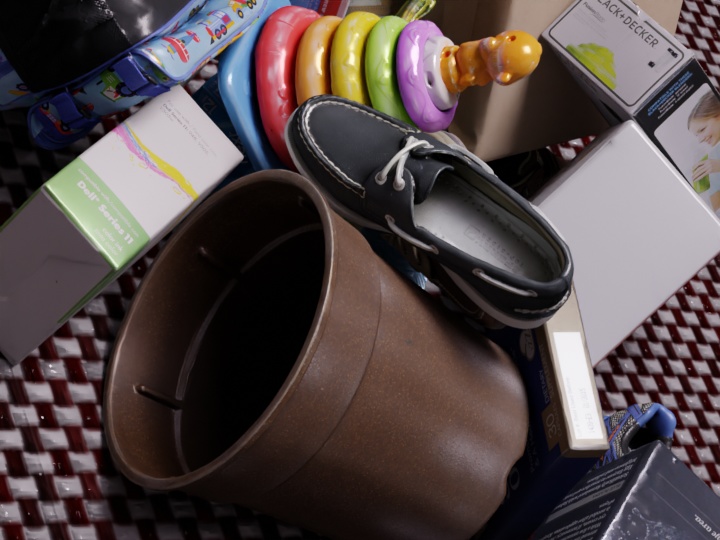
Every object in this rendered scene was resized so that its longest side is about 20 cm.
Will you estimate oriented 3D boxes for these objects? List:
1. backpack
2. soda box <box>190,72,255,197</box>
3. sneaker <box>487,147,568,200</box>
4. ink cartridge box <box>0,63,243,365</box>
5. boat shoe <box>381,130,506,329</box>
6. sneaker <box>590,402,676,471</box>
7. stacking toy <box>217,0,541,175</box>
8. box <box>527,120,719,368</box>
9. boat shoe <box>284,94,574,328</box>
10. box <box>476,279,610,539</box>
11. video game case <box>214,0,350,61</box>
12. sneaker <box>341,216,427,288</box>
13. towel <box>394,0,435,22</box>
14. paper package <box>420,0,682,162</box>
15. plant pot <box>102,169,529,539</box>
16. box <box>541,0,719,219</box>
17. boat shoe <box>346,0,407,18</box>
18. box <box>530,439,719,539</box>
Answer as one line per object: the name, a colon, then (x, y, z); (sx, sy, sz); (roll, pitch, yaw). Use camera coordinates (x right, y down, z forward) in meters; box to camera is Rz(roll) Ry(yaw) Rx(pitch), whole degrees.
backpack: (-0.183, -0.158, 1.327); (0.135, 0.199, 0.183); (58, 32, -13)
soda box: (-0.061, -0.126, 1.516); (0.068, 0.064, 0.200); (46, 37, -3)
sneaker: (0.123, -0.067, 1.640); (0.199, 0.076, 0.071); (-9, 64, -48)
ink cartridge box: (-0.149, -0.039, 1.305); (0.067, 0.117, 0.200); (48, 37, -4)
boat shoe: (0.046, -0.027, 1.369); (0.071, 0.076, 0.200); (7, 25, -23)
sneaker: (0.189, 0.171, 1.492); (0.075, 0.078, 0.201); (24, 43, -28)
stacking toy: (0.022, -0.121, 1.341); (0.110, 0.199, 0.116); (63, 32, -36)
box: (0.158, -0.013, 1.496); (0.106, 0.152, 0.200); (48, 3, -1)
boat shoe: (0.043, -0.046, 1.266); (0.199, 0.060, 0.076); (33, 70, 5)
box: (0.099, 0.101, 1.374); (0.032, 0.200, 0.122); (-1, 61, -17)
video game case: (-0.101, -0.206, 1.404); (0.199, 0.144, 0.017); (20, 37, -3)
sneaker: (0.000, 0.000, 1.458); (0.076, 0.081, 0.200); (42, 49, -11)
towel: (-0.008, -0.100, 1.472); (0.018, 0.086, 0.201); (31, 61, -7)
paper package: (0.134, -0.192, 1.558); (0.199, 0.192, 0.103); (-15, 38, -39)
plant pot: (-0.016, 0.072, 1.292); (0.198, 0.200, 0.201); (30, 40, -34)
box: (0.218, -0.106, 1.518); (0.117, 0.060, 0.200); (49, 3, 42)
boat shoe: (0.059, -0.194, 1.612); (0.199, 0.071, 0.077); (3, 84, -38)
box: (0.183, 0.252, 1.342); (0.197, 0.117, 0.200); (42, 55, -8)
